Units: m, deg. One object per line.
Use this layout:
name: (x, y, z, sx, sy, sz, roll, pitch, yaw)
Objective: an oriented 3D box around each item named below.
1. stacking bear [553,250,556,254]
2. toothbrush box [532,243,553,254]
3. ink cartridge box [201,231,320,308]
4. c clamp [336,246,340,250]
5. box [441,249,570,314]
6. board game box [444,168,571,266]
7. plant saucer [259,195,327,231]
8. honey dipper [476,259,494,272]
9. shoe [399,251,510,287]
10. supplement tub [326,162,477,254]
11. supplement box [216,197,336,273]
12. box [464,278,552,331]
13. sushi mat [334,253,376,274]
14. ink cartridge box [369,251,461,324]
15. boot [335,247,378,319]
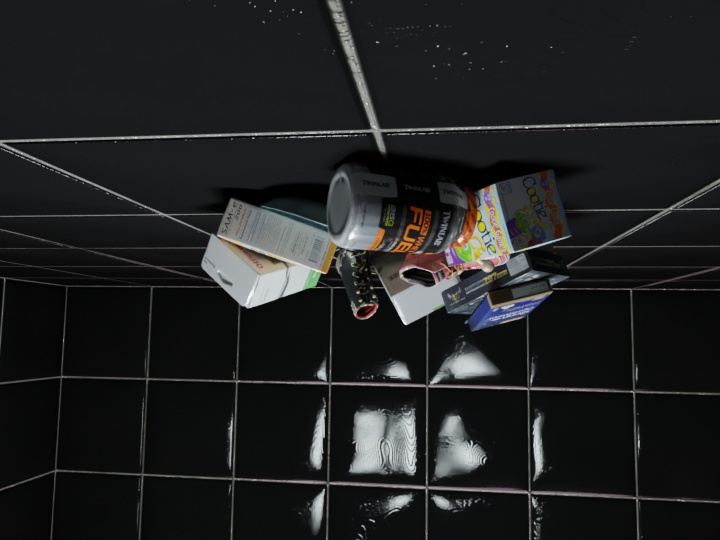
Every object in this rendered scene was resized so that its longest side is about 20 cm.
stacking bear: (0.346, -0.037, 1.344, 0.121, 0.114, 0.200, 2, 177, -7)
toothbrush box: (0.252, -0.072, 1.218, 0.200, 0.086, 0.146, -3, 173, 42)
ink cartridge box: (-0.188, -0.019, 1.237, 0.146, 0.084, 0.200, 38, -149, 22)
c clamp: (-0.003, -0.063, 1.519, 0.171, 0.027, 0.200, -17, 176, -3)
box: (0.282, 0.027, 1.214, 0.200, 0.051, 0.158, -31, 155, 36)
board game box: (0.211, -0.076, 0.970, 0.103, 0.105, 0.200, -15, 179, -20)
plant saucer: (-0.078, -0.096, 1.101, 0.201, 0.039, 0.201, 18, 178, 1)
honey dipper: (0.148, -0.059, 1.072, 0.200, 0.038, 0.038, 37, 168, -6)
shoe: (0.168, -0.012, 1.138, 0.200, 0.091, 0.072, 5, 139, 35)
supplement tub: (0.060, -0.087, 0.908, 0.200, 0.123, 0.122, 3, 174, -21)
supplement box: (-0.148, -0.059, 1.121, 0.200, 0.074, 0.126, 20, 178, -8)
box: (0.285, 0.075, 1.226, 0.121, 0.032, 0.200, -13, 162, -9)
sushi mat: (-0.056, -0.035, 1.583, 0.200, 0.012, 0.096, 24, -176, 17)
ink cartridge box: (0.118, 0.008, 1.357, 0.146, 0.084, 0.200, -27, -152, 1)
boot: (0.001, 0.000, 1.369, 0.073, 0.154, 0.204, -11, 150, -16)
